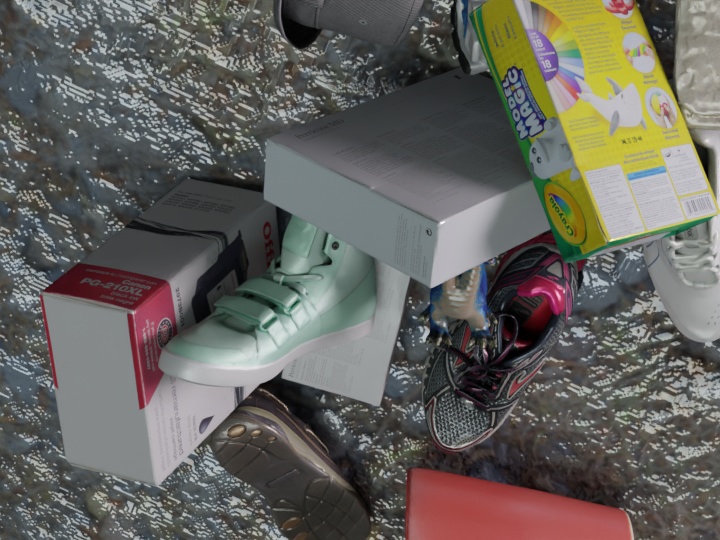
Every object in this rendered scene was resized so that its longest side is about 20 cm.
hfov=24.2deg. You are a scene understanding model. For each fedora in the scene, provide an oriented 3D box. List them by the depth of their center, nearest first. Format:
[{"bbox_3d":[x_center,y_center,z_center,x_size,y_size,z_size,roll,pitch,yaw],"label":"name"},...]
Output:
[{"bbox_3d":[0.016,-0.220,1.076,0.090,0.177,0.200,24,137,7],"label":"fedora"}]

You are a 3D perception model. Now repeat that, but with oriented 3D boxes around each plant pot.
[{"bbox_3d":[0.120,0.256,1.319,0.176,0.201,0.201,1,119,1],"label":"plant pot"}]

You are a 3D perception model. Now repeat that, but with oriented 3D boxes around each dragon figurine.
[{"bbox_3d":[0.072,-0.006,1.188,0.059,0.200,0.100,4,104,3],"label":"dragon figurine"}]

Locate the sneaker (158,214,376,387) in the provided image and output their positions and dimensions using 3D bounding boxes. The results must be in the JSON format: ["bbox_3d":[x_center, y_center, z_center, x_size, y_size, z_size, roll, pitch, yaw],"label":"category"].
[{"bbox_3d":[-0.064,0.005,1.168,0.074,0.200,0.119,20,116,35],"label":"sneaker"}]

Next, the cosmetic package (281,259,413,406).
[{"bbox_3d":[0.000,0.000,1.277,0.082,0.051,0.201,15,120,3],"label":"cosmetic package"}]

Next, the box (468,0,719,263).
[{"bbox_3d":[0.146,-0.113,1.077,0.048,0.117,0.201,-27,79,50],"label":"box"}]

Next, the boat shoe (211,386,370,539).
[{"bbox_3d":[-0.051,0.156,1.363,0.074,0.073,0.200,-23,132,14],"label":"boat shoe"}]

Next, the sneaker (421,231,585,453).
[{"bbox_3d":[0.099,0.061,1.273,0.080,0.075,0.200,25,121,-1],"label":"sneaker"}]

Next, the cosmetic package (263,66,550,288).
[{"bbox_3d":[0.058,-0.068,1.113,0.151,0.200,0.052,30,128,34],"label":"cosmetic package"}]

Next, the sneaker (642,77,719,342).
[{"bbox_3d":[0.231,-0.033,1.184,0.074,0.087,0.201,-6,117,15],"label":"sneaker"}]

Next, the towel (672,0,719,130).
[{"bbox_3d":[0.274,-0.187,1.089,0.132,0.034,0.201,5,96,9],"label":"towel"}]

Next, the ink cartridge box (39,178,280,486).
[{"bbox_3d":[-0.138,0.040,1.237,0.084,0.200,0.145,10,120,24],"label":"ink cartridge box"}]

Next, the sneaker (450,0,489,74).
[{"bbox_3d":[0.109,-0.233,1.126,0.086,0.075,0.201,-4,117,-11],"label":"sneaker"}]
